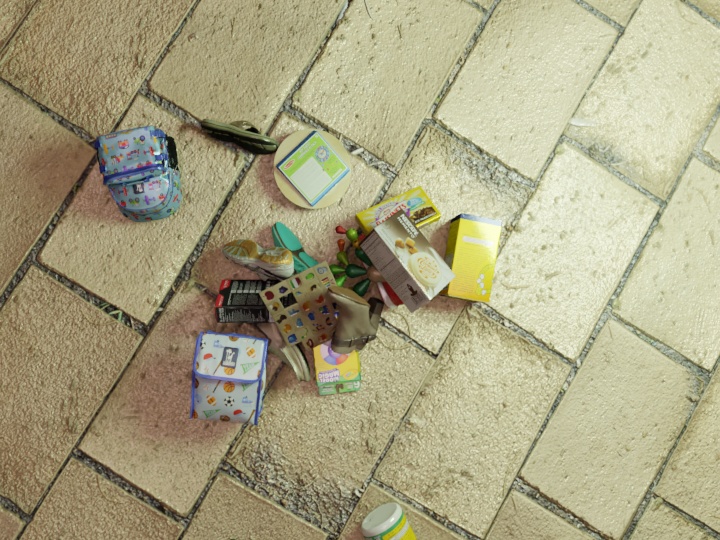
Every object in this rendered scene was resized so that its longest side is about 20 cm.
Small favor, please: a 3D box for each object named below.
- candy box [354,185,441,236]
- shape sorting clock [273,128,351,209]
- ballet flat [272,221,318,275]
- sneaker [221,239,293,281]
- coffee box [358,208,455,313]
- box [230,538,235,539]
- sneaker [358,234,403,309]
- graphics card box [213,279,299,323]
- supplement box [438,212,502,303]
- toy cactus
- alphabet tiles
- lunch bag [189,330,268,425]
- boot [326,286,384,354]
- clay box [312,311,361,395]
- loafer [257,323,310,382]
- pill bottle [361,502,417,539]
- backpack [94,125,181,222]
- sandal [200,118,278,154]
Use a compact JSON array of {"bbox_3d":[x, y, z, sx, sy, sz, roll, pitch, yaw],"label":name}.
[{"bbox_3d":[0.093,-0.132,1.409,0.198,0.027,0.103,-26,67,-21],"label":"candy box"},{"bbox_3d":[-0.120,-0.255,1.433,0.197,0.039,0.204,0,89,-15],"label":"shape sorting clock"},{"bbox_3d":[-0.164,-0.030,1.402,0.200,0.067,0.071,46,118,17],"label":"ballet flat"},{"bbox_3d":[-0.250,-0.015,1.385,0.197,0.089,0.076,15,45,25],"label":"sneaker"},{"bbox_3d":[0.106,-0.023,1.300,0.114,0.080,0.201,-35,86,-40],"label":"coffee box"},{"bbox_3d":[-0.304,0.791,1.332,0.198,0.123,0.200,44,86,-3],"label":"box"},{"bbox_3d":[0.079,-0.013,1.396,0.114,0.078,0.202,-23,103,31],"label":"sneaker"},{"bbox_3d":[-0.241,0.072,1.366,0.196,0.126,0.052,-1,119,-4],"label":"graphics card box"},{"bbox_3d":[0.271,-0.028,1.417,0.108,0.109,0.204,10,87,-3],"label":"supplement box"},{"bbox_3d":[0.000,0.000,1.349,0.162,0.102,0.204,6,98,11],"label":"toy cactus"},{"bbox_3d":[-0.118,0.093,1.318,0.165,0.008,0.202,-25,122,-3],"label":"alphabet tiles"},{"bbox_3d":[-0.306,0.247,1.338,0.167,0.124,0.203,8,102,-6],"label":"lunch bag"},{"bbox_3d":[-0.029,0.122,1.316,0.198,0.070,0.148,18,107,-41],"label":"boot"},{"bbox_3d":[-0.060,0.205,1.413,0.113,0.048,0.204,-7,87,-4],"label":"clay box"},{"bbox_3d":[-0.187,0.190,1.395,0.068,0.076,0.202,-30,81,-3],"label":"loafer"},{"bbox_3d":[0.091,0.679,1.370,0.112,0.113,0.202,-27,90,-5],"label":"pill bottle"},{"bbox_3d":[-0.523,-0.222,1.357,0.179,0.135,0.204,-9,91,-4],"label":"backpack"},{"bbox_3d":[-0.295,-0.344,1.409,0.198,0.080,0.058,20,72,-3],"label":"sandal"}]
